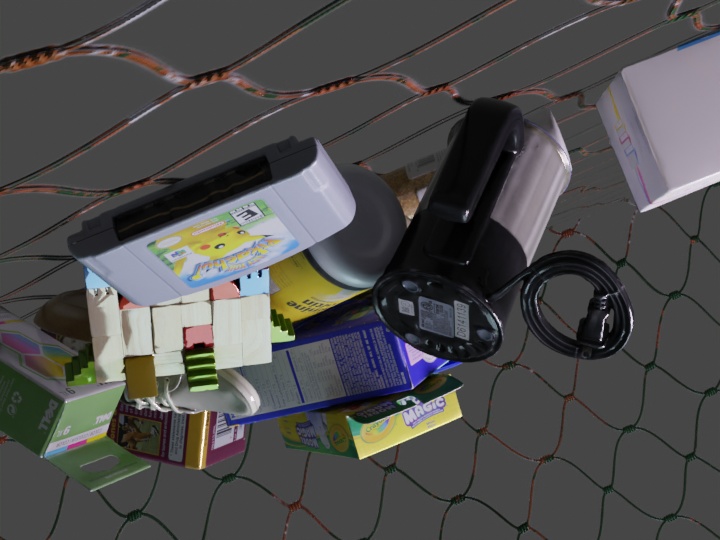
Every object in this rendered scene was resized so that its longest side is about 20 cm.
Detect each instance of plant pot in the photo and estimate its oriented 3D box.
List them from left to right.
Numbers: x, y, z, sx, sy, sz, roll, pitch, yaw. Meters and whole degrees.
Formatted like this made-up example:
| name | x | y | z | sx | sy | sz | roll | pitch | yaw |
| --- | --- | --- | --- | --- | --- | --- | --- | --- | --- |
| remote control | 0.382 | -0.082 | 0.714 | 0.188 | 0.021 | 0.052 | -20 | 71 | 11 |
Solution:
| name | x | y | z | sx | sy | sz | roll | pitch | yaw |
| --- | --- | --- | --- | --- | --- | --- | --- | --- | --- |
| plant pot | -0.207 | 0.043 | 1.453 | 0.199 | 0.028 | 0.200 | 7 | -173 | -1 |

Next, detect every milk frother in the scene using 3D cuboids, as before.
| name | x | y | z | sx | sy | sz | roll | pitch | yaw |
| --- | --- | --- | --- | --- | --- | --- | --- | --- | --- |
| milk frother | 0.140 | -0.026 | 1.279 | 0.181 | 0.199 | 0.189 | 114 | 2 | -58 |

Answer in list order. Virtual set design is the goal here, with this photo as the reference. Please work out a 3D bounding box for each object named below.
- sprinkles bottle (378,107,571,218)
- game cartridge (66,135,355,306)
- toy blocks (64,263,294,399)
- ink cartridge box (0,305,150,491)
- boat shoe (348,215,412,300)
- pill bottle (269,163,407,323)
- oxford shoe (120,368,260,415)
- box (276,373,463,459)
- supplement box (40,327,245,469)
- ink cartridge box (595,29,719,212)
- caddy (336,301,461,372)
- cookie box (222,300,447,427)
| name | x | y | z | sx | sy | sz | roll | pitch | yaw |
| --- | --- | --- | --- | --- | --- | --- | --- | --- | --- |
| sprinkles bottle | 0.102 | -0.091 | 1.488 | 0.199 | 0.069 | 0.068 | -21 | 176 | 7 |
| game cartridge | -0.106 | -0.033 | 1.164 | 0.199 | 0.041 | 0.133 | -22 | 161 | 7 |
| toy blocks | -0.153 | 0.018 | 1.283 | 0.199 | 0.137 | 0.100 | -6 | -143 | -10 |
| ink cartridge box | -0.275 | 0.106 | 1.331 | 0.060 | 0.199 | 0.104 | -64 | 163 | 13 |
| boat shoe | 0.000 | 0.000 | 1.463 | 0.068 | 0.075 | 0.200 | 22 | 157 | -32 |
| pill bottle | -0.055 | -0.015 | 1.381 | 0.112 | 0.113 | 0.200 | -18 | 175 | -39 |
| oxford shoe | -0.179 | 0.106 | 1.413 | 0.199 | 0.075 | 0.058 | 13 | -131 | 29 |
| box | 0.011 | 0.134 | 1.451 | 0.117 | 0.049 | 0.200 | -20 | -176 | -24 |
| supplement box | -0.218 | 0.111 | 1.538 | 0.199 | 0.132 | 0.103 | 10 | -171 | 21 |
| ink cartridge box | 0.319 | -0.143 | 1.497 | 0.128 | 0.126 | 0.200 | -21 | 175 | 1 |
| caddy | 0.039 | 0.038 | 1.620 | 0.199 | 0.105 | 0.141 | -21 | 136 | 24 |
| cookie box | -0.018 | 0.077 | 1.470 | 0.199 | 0.076 | 0.171 | -14 | -174 | 25 |
